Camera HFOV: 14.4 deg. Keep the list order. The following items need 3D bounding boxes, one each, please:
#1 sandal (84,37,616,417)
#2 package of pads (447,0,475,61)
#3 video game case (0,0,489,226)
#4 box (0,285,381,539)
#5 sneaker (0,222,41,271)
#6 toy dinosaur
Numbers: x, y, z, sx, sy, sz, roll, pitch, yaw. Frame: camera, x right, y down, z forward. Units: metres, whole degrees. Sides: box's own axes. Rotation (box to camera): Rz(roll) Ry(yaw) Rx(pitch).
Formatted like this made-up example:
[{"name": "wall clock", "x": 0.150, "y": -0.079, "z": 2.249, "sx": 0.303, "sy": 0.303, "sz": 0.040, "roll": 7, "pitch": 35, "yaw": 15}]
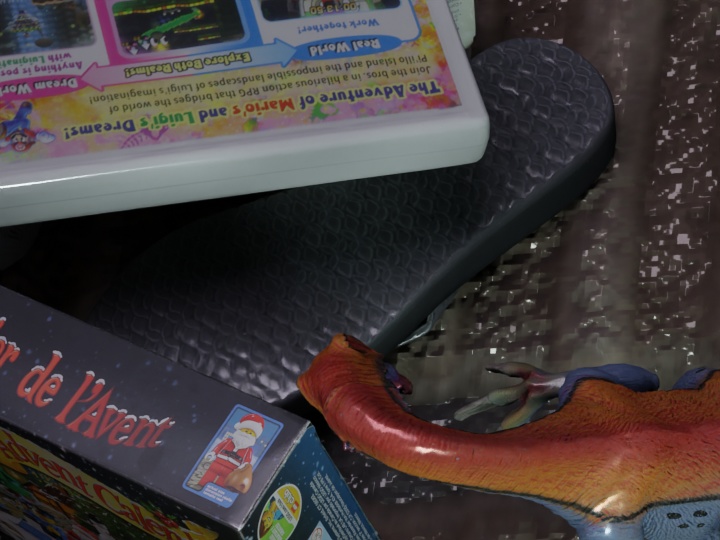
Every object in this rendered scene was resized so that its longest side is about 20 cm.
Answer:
[{"name": "sandal", "x": 0.001, "y": 0.000, "z": 0.919, "sx": 0.200, "sy": 0.043, "sz": 0.076, "roll": -31, "pitch": 59, "yaw": -13}, {"name": "package of pads", "x": -0.064, "y": -0.125, "z": 0.974, "sx": 0.154, "sy": 0.068, "sz": 0.200, "roll": -18, "pitch": 53, "yaw": -19}, {"name": "video game case", "x": -0.078, "y": -0.092, "z": 0.886, "sx": 0.199, "sy": 0.024, "sz": 0.182, "roll": -8, "pitch": 51, "yaw": -12}, {"name": "box", "x": -0.082, "y": 0.059, "z": 0.844, "sx": 0.200, "sy": 0.137, "sz": 0.038, "roll": 22, "pitch": 67, "yaw": 31}, {"name": "sneaker", "x": -0.182, "y": -0.050, "z": 1.002, "sx": 0.112, "sy": 0.078, "sz": 0.200, "roll": -29, "pitch": 42, "yaw": 6}, {"name": "toy dinosaur", "x": 0.078, "y": 0.039, "z": 0.769, "sx": 0.200, "sy": 0.181, "sz": 0.105, "roll": -38, "pitch": 55, "yaw": 21}]
